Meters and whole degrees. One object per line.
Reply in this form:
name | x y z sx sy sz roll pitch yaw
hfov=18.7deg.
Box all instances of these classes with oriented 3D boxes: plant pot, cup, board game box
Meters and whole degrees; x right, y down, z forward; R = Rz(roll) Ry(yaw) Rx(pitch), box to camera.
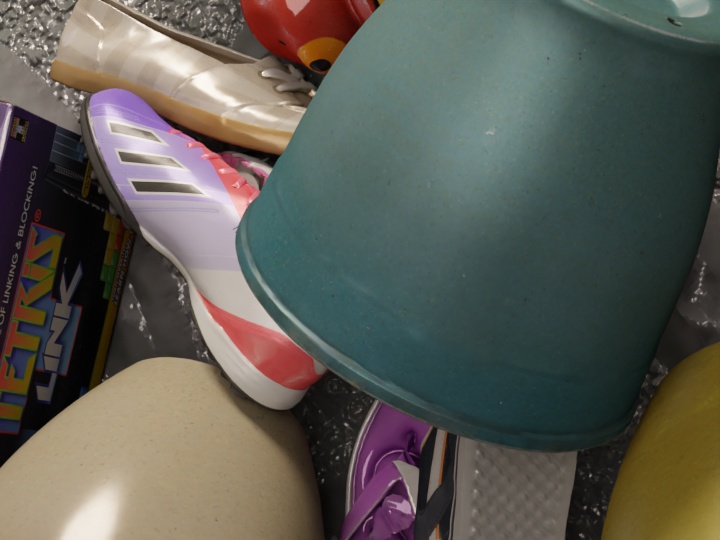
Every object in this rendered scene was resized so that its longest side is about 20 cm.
plant pot | 0.071 -0.057 0.967 0.200 0.200 0.189 34 116 18
cup | -0.096 0.130 1.091 0.199 0.201 0.144 11 58 18
board game box | -0.185 0.022 1.130 0.056 0.165 0.201 11 87 19
plant pot | 0.195 0.114 1.005 0.199 0.200 0.143 -16 52 14

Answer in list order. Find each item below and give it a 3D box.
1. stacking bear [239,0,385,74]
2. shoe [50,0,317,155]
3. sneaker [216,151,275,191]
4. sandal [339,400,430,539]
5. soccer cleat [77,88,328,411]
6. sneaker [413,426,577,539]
stacking bear | 0.031 -0.160 1.120 0.199 0.121 0.114 -17 68 17
shoe | -0.076 -0.099 1.162 0.199 0.070 0.054 20 96 20
sneaker | 0.000 0.000 1.129 0.200 0.086 0.081 37 122 36
sandal | 0.019 0.147 1.110 0.082 0.050 0.204 12 85 16
soccer cleat | -0.070 -0.026 1.097 0.073 0.068 0.200 -44 64 22
sneaker | 0.062 0.136 1.063 0.078 0.079 0.201 9 108 -10
